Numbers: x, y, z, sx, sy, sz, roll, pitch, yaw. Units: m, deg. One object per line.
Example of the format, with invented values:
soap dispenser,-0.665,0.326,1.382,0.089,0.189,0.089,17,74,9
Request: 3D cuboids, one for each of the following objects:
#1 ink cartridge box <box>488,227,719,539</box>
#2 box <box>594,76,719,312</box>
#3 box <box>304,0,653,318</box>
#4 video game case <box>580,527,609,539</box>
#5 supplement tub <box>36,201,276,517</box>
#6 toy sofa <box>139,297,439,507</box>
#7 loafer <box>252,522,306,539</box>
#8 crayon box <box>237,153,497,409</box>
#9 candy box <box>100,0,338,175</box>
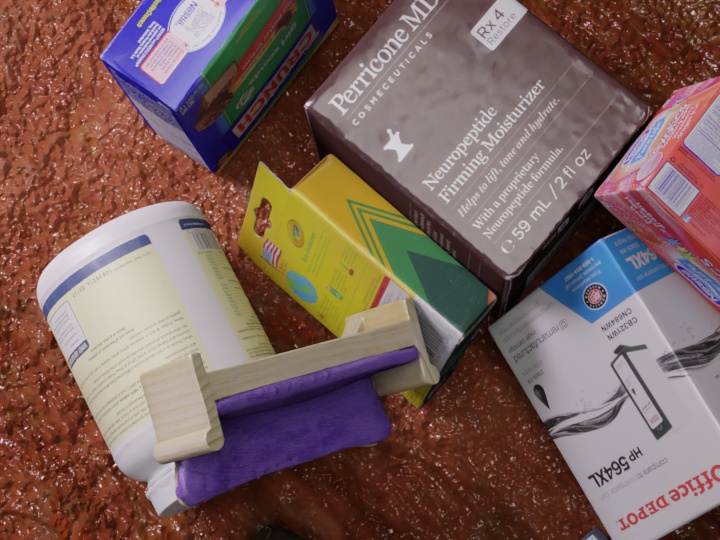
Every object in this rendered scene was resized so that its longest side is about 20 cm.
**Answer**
ink cartridge box,0.207,0.085,1.088,0.084,0.146,0.202,-20,74,-43
box,0.273,-0.027,1.013,0.199,0.095,0.103,40,83,-9
box,0.087,-0.098,1.125,0.199,0.164,0.166,40,84,10
video game case,0.135,0.293,1.078,0.199,0.019,0.143,-40,35,-3
supplement tub,-0.142,0.067,1.120,0.144,0.145,0.202,-28,79,-2
toy sofa,-0.044,0.090,1.029,0.198,0.082,0.099,-13,85,-36
loafer,-0.103,0.275,1.125,0.200,0.073,0.071,-46,44,-1
crayon box,0.000,0.000,1.129,0.200,0.127,0.051,41,59,9
candy box,-0.101,-0.178,1.134,0.077,0.200,0.170,36,85,8
